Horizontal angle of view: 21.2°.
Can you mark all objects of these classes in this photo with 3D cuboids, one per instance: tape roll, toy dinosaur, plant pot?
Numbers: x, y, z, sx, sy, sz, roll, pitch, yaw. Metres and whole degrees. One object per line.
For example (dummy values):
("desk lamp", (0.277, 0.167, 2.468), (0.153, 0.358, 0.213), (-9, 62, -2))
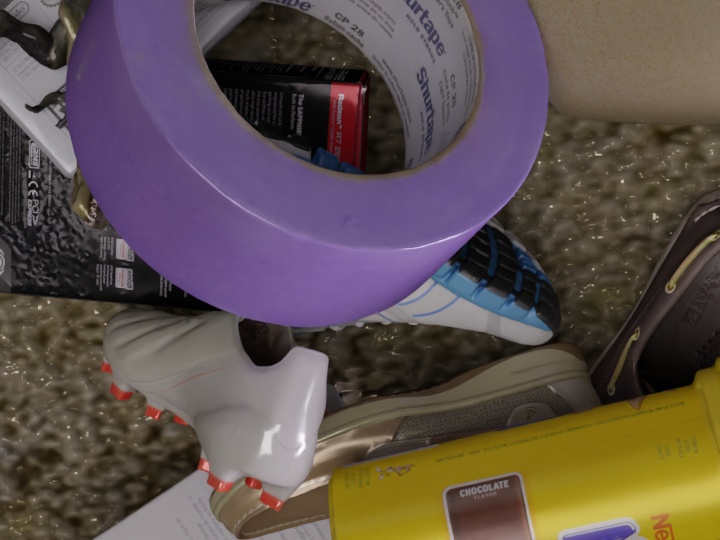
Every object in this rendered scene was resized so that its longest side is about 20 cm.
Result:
("tape roll", (-0.024, -0.083, 0.845), (0.199, 0.201, 0.085), (36, 147, -4))
("toy dinosaur", (-0.134, -0.122, 0.892), (0.087, 0.047, 0.202), (10, 86, -24))
("plant pot", (0.174, -0.142, 0.875), (0.199, 0.187, 0.189), (-16, 103, 26))

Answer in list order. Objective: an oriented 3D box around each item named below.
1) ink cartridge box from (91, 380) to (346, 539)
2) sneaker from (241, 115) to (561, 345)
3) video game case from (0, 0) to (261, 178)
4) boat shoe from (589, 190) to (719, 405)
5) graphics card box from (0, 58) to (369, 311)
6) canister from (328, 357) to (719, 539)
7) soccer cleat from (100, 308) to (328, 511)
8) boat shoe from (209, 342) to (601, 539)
("ink cartridge box", (-0.043, 0.190, 0.965), (0.199, 0.043, 0.199), (-32, 77, -14))
("sneaker", (0.000, 0.000, 0.929), (0.199, 0.075, 0.087), (23, 116, -11))
("video game case", (-0.129, -0.178, 0.927), (0.200, 0.023, 0.182), (-43, 94, -4))
("boat shoe", (0.157, 0.057, 0.973), (0.071, 0.060, 0.201), (24, 106, -1))
("graphics card box", (-0.096, -0.045, 0.978), (0.198, 0.051, 0.127), (4, 105, 3))
("canister", (0.097, 0.131, 0.879), (0.198, 0.087, 0.149), (-14, 128, 7))
("soccer cleat", (-0.066, 0.046, 0.913), (0.069, 0.200, 0.078), (21, 95, -30))
("boat shoe", (0.026, 0.097, 0.937), (0.198, 0.072, 0.065), (-18, 71, -6))
